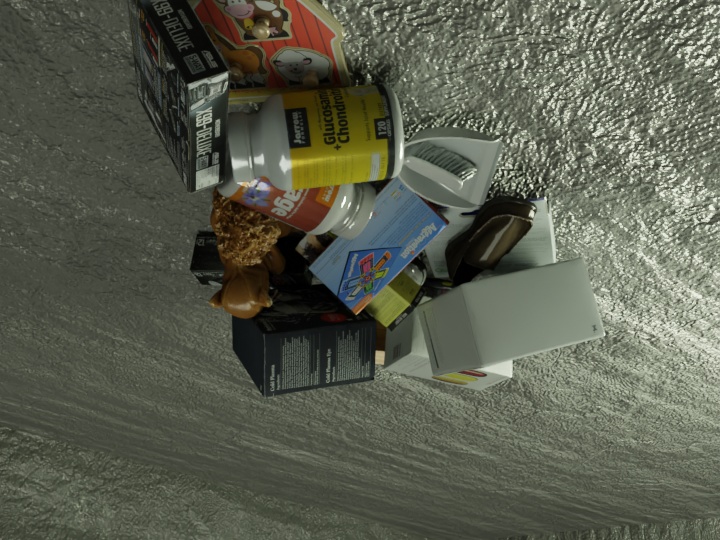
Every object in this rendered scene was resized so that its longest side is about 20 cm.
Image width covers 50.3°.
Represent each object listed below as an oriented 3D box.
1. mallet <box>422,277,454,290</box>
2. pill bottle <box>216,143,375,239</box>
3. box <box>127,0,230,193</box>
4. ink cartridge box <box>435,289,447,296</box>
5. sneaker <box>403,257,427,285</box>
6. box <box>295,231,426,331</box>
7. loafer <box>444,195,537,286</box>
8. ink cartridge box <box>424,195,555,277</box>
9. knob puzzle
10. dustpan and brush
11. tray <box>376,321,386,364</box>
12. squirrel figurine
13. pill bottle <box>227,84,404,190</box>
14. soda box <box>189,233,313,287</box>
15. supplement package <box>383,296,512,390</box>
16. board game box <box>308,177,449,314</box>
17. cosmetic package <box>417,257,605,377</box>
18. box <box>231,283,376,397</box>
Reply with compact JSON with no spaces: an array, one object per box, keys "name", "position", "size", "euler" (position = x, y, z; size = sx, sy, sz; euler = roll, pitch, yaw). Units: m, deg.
[{"name":"mallet","position":[0.178,0.020,1.312],"size":[0.199,0.066,0.041],"euler":[15,161,18]},{"name":"pill bottle","position":[-0.083,-0.117,1.031],"size":[0.199,0.113,0.112],"euler":[23,148,-27]},{"name":"box","position":[-0.203,-0.205,0.853],"size":[0.049,0.158,0.200],"euler":[-23,159,-22]},{"name":"ink cartridge box","position":[0.241,0.066,1.370],"size":[0.198,0.042,0.120],"euler":[2,153,16]},{"name":"sneaker","position":[0.038,0.052,1.294],"size":[0.075,0.116,0.201],"euler":[37,147,-5]},{"name":"box","position":[0.000,0.000,1.172],"size":[0.200,0.050,0.075],"euler":[39,133,-2]},{"name":"loafer","position":[0.184,-0.034,1.081],"size":[0.072,0.072,0.200],"euler":[15,149,-14]},{"name":"ink cartridge box","position":[0.188,-0.059,1.150],"size":[0.198,0.041,0.200],"euler":[-3,149,16]},{"name":"knob puzzle","position":[-0.115,-0.256,0.867],"size":[0.218,0.031,0.220],"euler":[6,152,3]},{"name":"dustpan and brush","position":[0.072,-0.143,0.996],"size":[0.199,0.057,0.140],"euler":[24,149,10]},{"name":"tray","position":[-0.027,0.130,1.486],"size":[0.198,0.099,0.037],"euler":[4,123,4]},{"name":"squirrel figurine","position":[-0.172,-0.033,1.123],"size":[0.140,0.188,0.200],"euler":[4,153,5]},{"name":"pill bottle","position":[-0.055,-0.155,0.904],"size":[0.198,0.113,0.112],"euler":[-8,153,-8]},{"name":"soda box","position":[-0.178,-0.015,1.283],"size":[0.198,0.071,0.063],"euler":[2,156,10]},{"name":"supplement package","position":[0.155,0.129,1.346],"size":[0.199,0.110,0.114],"euler":[14,155,-18]},{"name":"board game box","position":[0.024,-0.036,1.106],"size":[0.103,0.019,0.200],"euler":[44,113,-2]},{"name":"cosmetic package","position":[0.216,0.073,1.146],"size":[0.198,0.124,0.200],"euler":[-12,173,-16]},{"name":"box","position":[-0.095,0.103,1.220],"size":[0.181,0.105,0.200],"euler":[-6,-162,-23]}]
